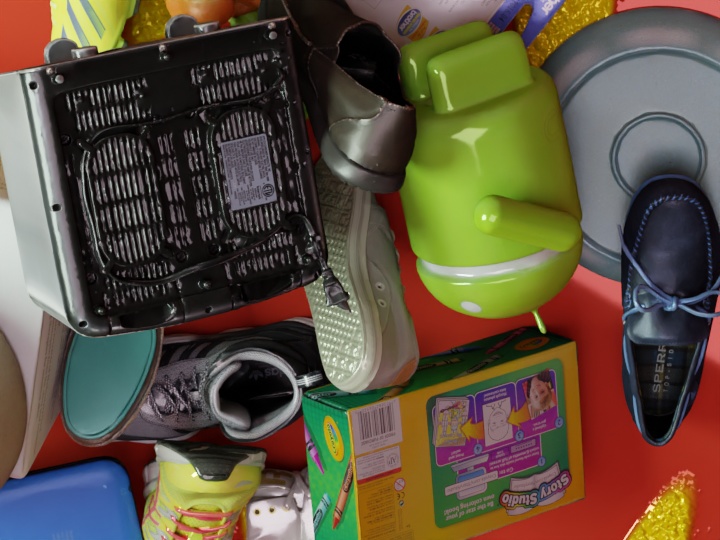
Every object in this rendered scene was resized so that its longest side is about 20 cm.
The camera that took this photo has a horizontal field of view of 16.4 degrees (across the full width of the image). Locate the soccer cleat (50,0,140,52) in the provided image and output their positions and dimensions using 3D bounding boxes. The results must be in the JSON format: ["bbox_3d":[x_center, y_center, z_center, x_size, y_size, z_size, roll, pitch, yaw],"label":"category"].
[{"bbox_3d":[-0.183,-0.208,1.669,0.083,0.065,0.200,10,126,-22],"label":"soccer cleat"}]

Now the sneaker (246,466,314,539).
[{"bbox_3d":[-0.024,0.152,1.787,0.115,0.074,0.201,17,111,-3],"label":"sneaker"}]

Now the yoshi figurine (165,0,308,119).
[{"bbox_3d":[-0.075,-0.098,1.693,0.112,0.112,0.201,-2,111,0],"label":"yoshi figurine"}]

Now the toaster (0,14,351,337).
[{"bbox_3d":[-0.122,-0.055,1.568,0.180,0.119,0.201,-14,102,-20],"label":"toaster"}]

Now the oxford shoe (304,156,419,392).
[{"bbox_3d":[0.000,0.000,1.691,0.058,0.200,0.075,16,138,-32],"label":"oxford shoe"}]

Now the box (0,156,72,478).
[{"bbox_3d":[-0.296,0.007,1.716,0.198,0.171,0.201,11,110,2],"label":"box"}]

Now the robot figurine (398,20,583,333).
[{"bbox_3d":[0.083,-0.058,1.641,0.115,0.175,0.201,-22,114,-22],"label":"robot figurine"}]

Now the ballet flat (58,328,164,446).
[{"bbox_3d":[-0.161,0.026,1.737,0.068,0.067,0.201,13,84,6],"label":"ballet flat"}]

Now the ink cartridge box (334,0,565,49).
[{"bbox_3d":[0.038,-0.216,1.673,0.200,0.042,0.119,37,110,-4],"label":"ink cartridge box"}]

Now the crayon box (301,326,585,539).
[{"bbox_3d":[0.060,0.121,1.714,0.200,0.058,0.119,-15,109,-32],"label":"crayon box"}]

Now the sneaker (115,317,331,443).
[{"bbox_3d":[-0.111,0.084,1.748,0.199,0.114,0.076,-14,96,10],"label":"sneaker"}]

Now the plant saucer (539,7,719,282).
[{"bbox_3d":[0.204,-0.080,1.708,0.199,0.027,0.201,2,108,6],"label":"plant saucer"}]

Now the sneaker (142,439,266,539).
[{"bbox_3d":[-0.112,0.170,1.735,0.078,0.200,0.091,6,75,-8],"label":"sneaker"}]

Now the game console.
[{"bbox_3d":[-0.238,0.226,1.834,0.170,0.118,0.201,-12,108,-3],"label":"game console"}]

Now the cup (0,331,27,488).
[{"bbox_3d":[-0.325,0.111,1.589,0.200,0.143,0.201,2,111,5],"label":"cup"}]

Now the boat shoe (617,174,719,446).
[{"bbox_3d":[0.217,0.031,1.699,0.084,0.069,0.200,-4,124,7],"label":"boat shoe"}]

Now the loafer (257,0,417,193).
[{"bbox_3d":[-0.004,-0.135,1.601,0.073,0.200,0.071,8,128,-35],"label":"loafer"}]
